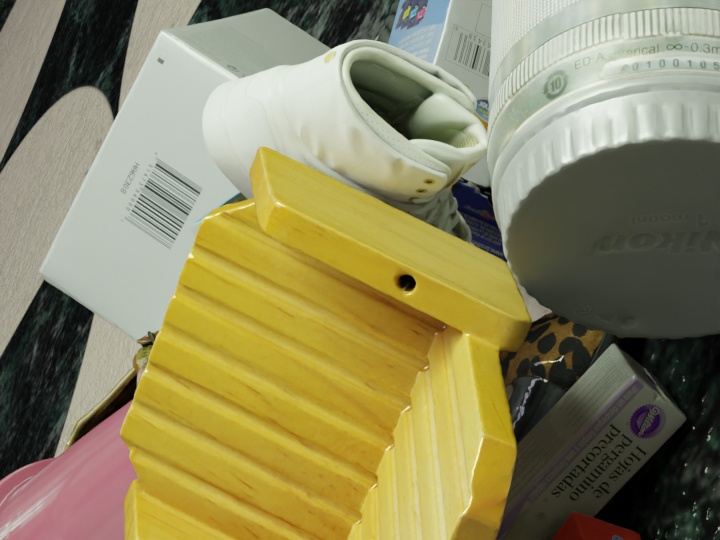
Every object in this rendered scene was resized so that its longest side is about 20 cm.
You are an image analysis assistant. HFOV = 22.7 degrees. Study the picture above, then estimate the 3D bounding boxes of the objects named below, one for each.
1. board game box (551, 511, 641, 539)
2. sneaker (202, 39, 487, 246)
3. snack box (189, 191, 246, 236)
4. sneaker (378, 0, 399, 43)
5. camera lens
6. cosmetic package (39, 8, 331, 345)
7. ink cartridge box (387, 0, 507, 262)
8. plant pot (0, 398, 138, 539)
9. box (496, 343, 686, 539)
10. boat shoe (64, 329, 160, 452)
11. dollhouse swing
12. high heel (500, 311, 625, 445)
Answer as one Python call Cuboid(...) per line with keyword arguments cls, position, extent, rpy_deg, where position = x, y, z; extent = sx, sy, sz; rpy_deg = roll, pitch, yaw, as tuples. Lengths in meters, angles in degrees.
Cuboid(cls="board game box", position=(0.093, 0.228, 0.781), extent=(0.154, 0.040, 0.200), rpy_deg=(-58, 24, 23))
Cuboid(cls="sneaker", position=(0.028, -0.029, 0.860), extent=(0.115, 0.200, 0.074), rpy_deg=(-15, 44, 45))
Cuboid(cls="snack box", position=(-0.001, -0.071, 1.121), extent=(0.200, 0.037, 0.116), rpy_deg=(-37, 13, -30))
Cuboid(cls="sneaker", position=(0.070, -0.176, 1.176), extent=(0.200, 0.070, 0.100), rpy_deg=(-171, 101, -73))
Cuboid(cls="camera lens", position=(0.138, -0.091, 0.814), extent=(0.160, 0.159, 0.201), rpy_deg=(-43, 33, 46))
Cuboid(cls="cosmetic package", position=(-0.099, -0.066, 1.283), extent=(0.200, 0.123, 0.200), rpy_deg=(-60, -7, 20))
Cuboid(cls="ink cartridge box", position=(0.081, -0.091, 0.975), extent=(0.076, 0.136, 0.201), rpy_deg=(-23, 49, 62))
Cuboid(cls="plant pot", position=(-0.111, 0.159, 0.992), extent=(0.179, 0.199, 0.201), rpy_deg=(-51, 28, 33))
Cuboid(cls="box", position=(0.072, 0.124, 0.862), extent=(0.200, 0.039, 0.041), rpy_deg=(-48, 22, 9))
Cuboid(cls="boat shoe", position=(-0.108, 0.069, 1.080), extent=(0.200, 0.068, 0.072), rpy_deg=(-50, 22, 25))
Cuboid(cls="dollhouse swing", position=(-0.031, 0.087, 0.769), extent=(0.201, 0.181, 0.176), rpy_deg=(-67, -6, 21))
Cuboid(cls="high heel", position=(0.075, 0.055, 0.972), extent=(0.143, 0.071, 0.200), rpy_deg=(-53, 20, 4))
